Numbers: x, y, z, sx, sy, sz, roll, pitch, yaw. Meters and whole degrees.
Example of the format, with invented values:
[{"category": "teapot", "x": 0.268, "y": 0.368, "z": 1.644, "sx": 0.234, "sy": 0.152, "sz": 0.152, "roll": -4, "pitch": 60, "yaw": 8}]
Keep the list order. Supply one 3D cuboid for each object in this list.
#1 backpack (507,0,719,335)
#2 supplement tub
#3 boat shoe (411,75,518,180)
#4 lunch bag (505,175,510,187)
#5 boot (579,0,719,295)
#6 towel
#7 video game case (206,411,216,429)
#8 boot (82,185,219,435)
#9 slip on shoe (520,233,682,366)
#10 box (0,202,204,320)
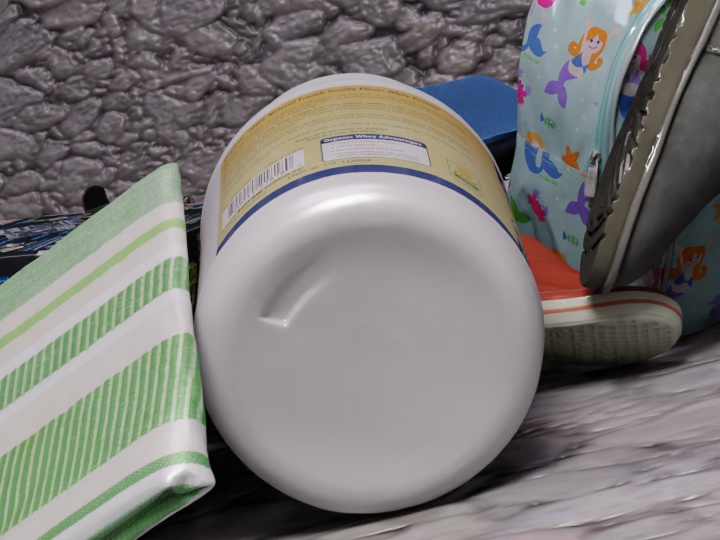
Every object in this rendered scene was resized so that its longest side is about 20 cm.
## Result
[{"category": "backpack", "x": 0.166, "y": -0.074, "z": 1.140, "sx": 0.176, "sy": 0.202, "sz": 0.150, "roll": -18, "pitch": 27, "yaw": -33}, {"category": "supplement tub", "x": 0.000, "y": 0.000, "z": 0.961, "sx": 0.143, "sy": 0.146, "sz": 0.200, "roll": -14, "pitch": 21, "yaw": 3}, {"category": "boat shoe", "x": 0.026, "y": -0.049, "z": 1.134, "sx": 0.199, "sy": 0.069, "sz": 0.084, "roll": -7, "pitch": 42, "yaw": -45}, {"category": "lunch bag", "x": 0.133, "y": -0.042, "z": 1.481, "sx": 0.159, "sy": 0.076, "sz": 0.199, "roll": -6, "pitch": 12, "yaw": 40}, {"category": "boot", "x": 0.218, "y": -0.038, "z": 1.017, "sx": 0.199, "sy": 0.183, "sz": 0.073, "roll": 25, "pitch": -6, "yaw": -4}, {"category": "towel", "x": -0.123, "y": 0.056, "z": 0.882, "sx": 0.152, "sy": 0.023, "sz": 0.201, "roll": -36, "pitch": 32, "yaw": 15}, {"category": "video game case", "x": -0.124, "y": 0.059, "z": 1.071, "sx": 0.198, "sy": 0.022, "sz": 0.182, "roll": -4, "pitch": -10, "yaw": 26}, {"category": "boot", "x": -0.073, "y": 0.014, "z": 1.186, "sx": 0.199, "sy": 0.140, "sz": 0.077, "roll": -8, "pitch": 7, "yaw": 36}, {"category": "slip on shoe", "x": 0.079, "y": 0.011, "z": 1.098, "sx": 0.074, "sy": 0.062, "sz": 0.199, "roll": 21, "pitch": -10, "yaw": -37}, {"category": "box", "x": -0.140, "y": 0.002, "z": 1.072, "sx": 0.157, "sy": 0.046, "sz": 0.200, "roll": -5, "pitch": 7, "yaw": 13}]
